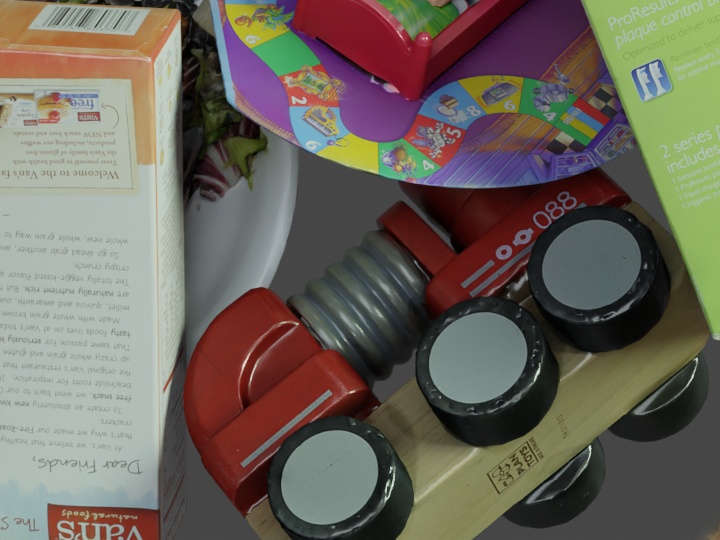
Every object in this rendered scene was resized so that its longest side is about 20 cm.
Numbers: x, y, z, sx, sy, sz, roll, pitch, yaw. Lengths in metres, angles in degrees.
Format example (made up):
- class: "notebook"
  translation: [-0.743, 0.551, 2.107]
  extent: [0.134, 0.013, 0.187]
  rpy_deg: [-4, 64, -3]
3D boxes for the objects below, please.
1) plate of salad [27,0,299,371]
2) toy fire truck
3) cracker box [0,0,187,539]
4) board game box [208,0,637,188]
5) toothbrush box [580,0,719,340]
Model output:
- class: "plate of salad"
  translation: [-0.123, -0.038, 1.049]
  extent: [0.200, 0.048, 0.200]
  rpy_deg: [-2, 79, 10]
- class: "toy fire truck"
  translation: [0.000, 0.000, 0.996]
  extent: [0.176, 0.129, 0.200]
  rpy_deg: [-39, 56, -4]
- class: "cracker box"
  translation: [-0.132, 0.005, 0.985]
  extent: [0.134, 0.058, 0.200]
  rpy_deg: [4, 113, 7]
- class: "board game box"
  translation: [0.025, -0.114, 0.981]
  extent: [0.158, 0.039, 0.200]
  rpy_deg: [-1, 47, -12]
- class: "toothbrush box"
  translation: [0.136, -0.086, 0.941]
  extent: [0.086, 0.146, 0.200]
  rpy_deg: [-22, 86, 19]
